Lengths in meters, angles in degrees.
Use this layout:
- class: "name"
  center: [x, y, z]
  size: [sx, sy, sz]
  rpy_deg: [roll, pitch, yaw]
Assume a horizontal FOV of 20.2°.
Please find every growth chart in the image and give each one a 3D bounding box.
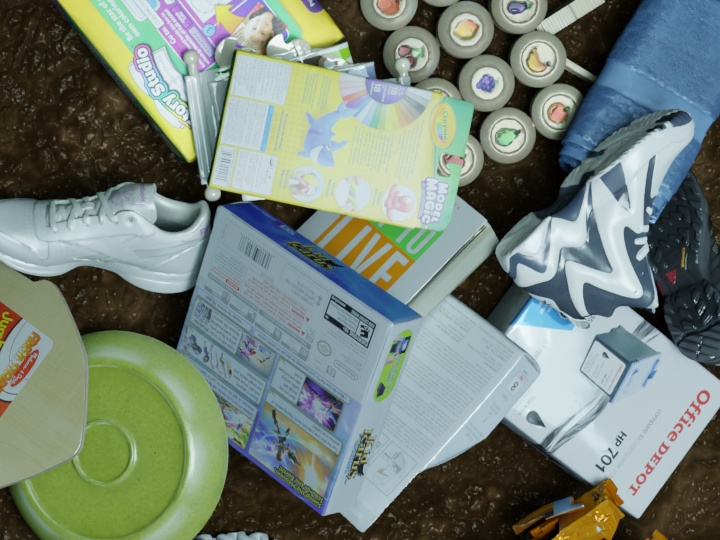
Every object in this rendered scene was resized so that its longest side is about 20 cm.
- class: "growth chart"
  center: [-0.047, -0.123, 1.673]
  size: [0.200, 0.018, 0.145]
  rpy_deg: [-1, 96, -7]

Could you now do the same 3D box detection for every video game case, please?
- class: "video game case"
  center: [-0.060, 0.069, 1.643]
  size: [0.045, 0.200, 0.182]
  rpy_deg: [-10, 127, -50]

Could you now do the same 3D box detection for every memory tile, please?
- class: "memory tile"
  center: [0.100, -0.186, 1.752]
  size: [0.153, 0.017, 0.200]
  rpy_deg: [-23, 98, 1]

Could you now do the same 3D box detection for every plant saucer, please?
- class: "plant saucer"
  center: [-0.209, 0.150, 1.674]
  size: [0.200, 0.031, 0.200]
  rpy_deg: [0, 89, 13]

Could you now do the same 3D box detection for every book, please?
- class: "book"
  center: [0.000, 0.000, 1.715]
  size: [0.200, 0.048, 0.134]
  rpy_deg: [-45, 60, -6]

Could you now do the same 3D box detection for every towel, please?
- class: "towel"
  center: [0.257, -0.152, 1.755]
  size: [0.112, 0.049, 0.200]
  rpy_deg: [32, 81, -9]

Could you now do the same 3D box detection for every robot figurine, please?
- class: "robot figurine"
  center: [0.166, 0.272, 1.759]
  size: [0.200, 0.058, 0.145]
  rpy_deg: [-36, 108, 23]

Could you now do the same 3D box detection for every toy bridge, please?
- class: "toy bridge"
  center: [0.181, -0.226, 1.775]
  size: [0.067, 0.027, 0.200]
  rpy_deg: [-33, 101, -7]

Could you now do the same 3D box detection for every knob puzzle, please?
- class: "knob puzzle"
  center: [-0.307, 0.094, 1.667]
  size: [0.219, 0.030, 0.220]
  rpy_deg: [-2, 79, 8]

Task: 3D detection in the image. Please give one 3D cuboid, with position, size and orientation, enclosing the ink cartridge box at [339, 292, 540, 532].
- class: "ink cartridge box"
  center: [0.030, 0.110, 1.703]
  size: [0.200, 0.163, 0.057]
  rpy_deg: [-50, 141, -2]

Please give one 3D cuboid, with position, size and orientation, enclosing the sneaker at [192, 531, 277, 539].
- class: "sneaker"
  center: [-0.154, 0.256, 1.712]
  size: [0.200, 0.081, 0.075]
  rpy_deg: [0, 96, -11]

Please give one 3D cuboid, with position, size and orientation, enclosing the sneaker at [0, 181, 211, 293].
- class: "sneaker"
  center: [-0.219, -0.043, 1.664]
  size: [0.200, 0.075, 0.100]
  rpy_deg: [7, 133, -19]

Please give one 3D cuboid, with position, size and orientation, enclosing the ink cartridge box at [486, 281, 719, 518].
- class: "ink cartridge box"
  center: [0.200, 0.099, 1.773]
  size: [0.200, 0.086, 0.147]
  rpy_deg: [37, 86, -11]

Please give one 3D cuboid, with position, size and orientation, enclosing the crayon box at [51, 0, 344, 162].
- class: "crayon box"
  center: [-0.143, -0.220, 1.690]
  size: [0.172, 0.058, 0.200]
  rpy_deg: [-39, 101, -5]

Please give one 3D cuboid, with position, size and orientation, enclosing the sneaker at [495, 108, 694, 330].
- class: "sneaker"
  center: [0.225, -0.032, 1.688]
  size: [0.199, 0.079, 0.130]
  rpy_deg: [-43, 105, -4]

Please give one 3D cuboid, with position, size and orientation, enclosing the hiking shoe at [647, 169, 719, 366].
- class: "hiking shoe"
  center: [0.289, -0.002, 1.788]
  size: [0.076, 0.101, 0.200]
  rpy_deg: [-17, 66, 17]

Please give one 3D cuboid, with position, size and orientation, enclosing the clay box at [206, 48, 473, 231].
- class: "clay box"
  center: [-0.016, -0.104, 1.646]
  size: [0.200, 0.048, 0.115]
  rpy_deg: [12, 94, -8]
